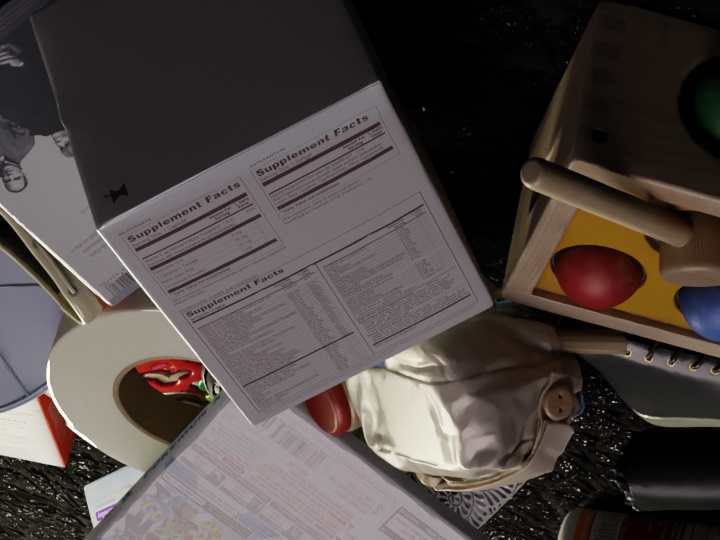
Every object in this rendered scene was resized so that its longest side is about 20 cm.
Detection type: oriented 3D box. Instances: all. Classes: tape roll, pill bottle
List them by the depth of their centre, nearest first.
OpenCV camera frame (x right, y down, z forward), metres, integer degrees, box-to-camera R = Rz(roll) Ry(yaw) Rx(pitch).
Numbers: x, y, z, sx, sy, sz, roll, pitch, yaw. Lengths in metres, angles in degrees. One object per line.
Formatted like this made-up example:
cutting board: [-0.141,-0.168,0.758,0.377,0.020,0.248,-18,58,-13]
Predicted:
tape roll: [-0.106,0.074,1.247,0.201,0.037,0.204,7,141,5]
pill bottle: [0.255,0.255,1.507,0.198,0.114,0.113,6,151,16]

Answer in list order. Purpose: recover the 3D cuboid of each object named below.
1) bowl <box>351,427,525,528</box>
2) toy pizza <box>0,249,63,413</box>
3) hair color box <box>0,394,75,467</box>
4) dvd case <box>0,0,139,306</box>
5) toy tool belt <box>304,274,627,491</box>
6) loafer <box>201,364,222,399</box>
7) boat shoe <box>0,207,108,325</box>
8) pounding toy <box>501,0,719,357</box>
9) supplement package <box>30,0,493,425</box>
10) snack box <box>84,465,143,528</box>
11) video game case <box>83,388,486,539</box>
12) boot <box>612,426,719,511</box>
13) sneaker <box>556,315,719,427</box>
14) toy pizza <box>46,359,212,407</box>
bowl: [0.050,0.122,1.335,0.094,0.200,0.201,47,160,21]
toy pizza: [-0.273,0.006,1.278,0.198,0.032,0.202,-3,113,-6]
hair color box: [-0.283,0.081,1.490,0.100,0.062,0.200,11,153,6]
dvd case: [-0.144,-0.082,1.065,0.150,0.025,0.200,-36,131,8]
toy tool belt: [0.060,0.060,1.120,0.200,0.122,0.126,-1,110,62]
loafer: [-0.038,0.117,1.357,0.072,0.063,0.200,-37,135,7]
boat shoe: [-0.225,-0.043,1.180,0.199,0.063,0.071,35,160,9]
pounding toy: [0.159,-0.037,0.983,0.182,0.143,0.200,15,152,-3]
supplement package: [-0.047,-0.055,0.980,0.150,0.153,0.200,-26,143,4]
snack box: [-0.110,0.161,1.501,0.141,0.053,0.200,-5,166,-36]
video game case: [-0.051,0.178,1.232,0.199,0.022,0.182,38,111,-16]
boot: [0.246,0.134,1.260,0.161,0.074,0.198,-2,-179,27]
sneaker: [0.220,0.049,1.183,0.199,0.075,0.106,-15,143,44]
toy pizza: [-0.138,0.083,1.394,0.198,0.032,0.201,-3,157,-1]
